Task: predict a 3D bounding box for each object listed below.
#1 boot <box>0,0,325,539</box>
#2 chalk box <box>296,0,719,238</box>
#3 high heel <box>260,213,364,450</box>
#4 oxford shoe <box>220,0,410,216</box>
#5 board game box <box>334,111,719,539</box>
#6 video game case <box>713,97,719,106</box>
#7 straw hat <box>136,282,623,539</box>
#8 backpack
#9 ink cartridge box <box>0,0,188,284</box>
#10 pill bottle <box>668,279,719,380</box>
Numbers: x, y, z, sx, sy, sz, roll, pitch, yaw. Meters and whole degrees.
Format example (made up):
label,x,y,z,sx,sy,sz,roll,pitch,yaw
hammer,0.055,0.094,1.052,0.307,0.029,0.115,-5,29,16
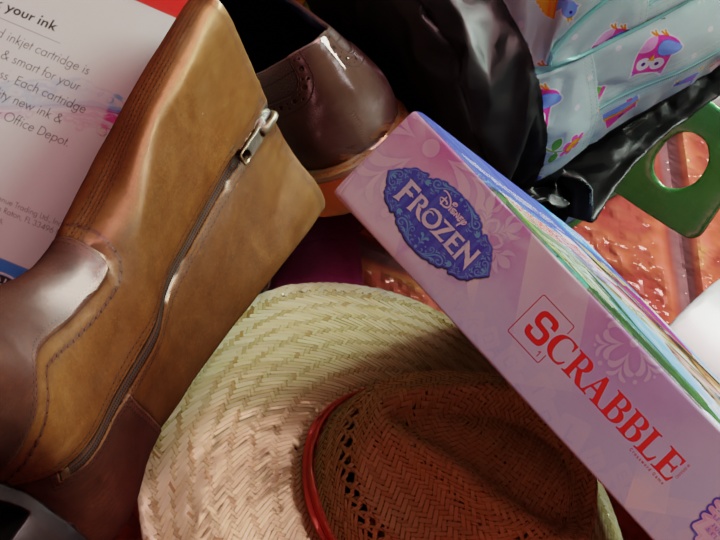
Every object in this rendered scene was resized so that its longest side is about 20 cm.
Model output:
label,x,y,z,sx,sy,sz,roll,pitch,yaw
boot,-0.089,-0.009,0.949,0.068,0.188,0.200,12,58,38
chalk box,0.075,-0.093,1.260,0.200,0.124,0.124,42,37,14
high heel,0.000,0.000,1.143,0.096,0.067,0.200,30,50,13
oxford shoe,-0.046,-0.082,1.133,0.071,0.073,0.200,-38,30,-20
board game box,0.098,0.048,0.996,0.200,0.041,0.200,48,7,21
video game case,0.144,-0.154,1.467,0.182,0.022,0.200,47,38,18
straw hat,0.032,0.075,1.020,0.201,0.085,0.201,14,60,-25
backpack,0.092,-0.126,1.118,0.200,0.127,0.167,-27,69,-15
ink cartridge box,-0.133,-0.070,1.024,0.116,0.200,0.067,23,-6,-14
pill bottle,0.186,0.100,1.127,0.200,0.114,0.114,41,37,12
